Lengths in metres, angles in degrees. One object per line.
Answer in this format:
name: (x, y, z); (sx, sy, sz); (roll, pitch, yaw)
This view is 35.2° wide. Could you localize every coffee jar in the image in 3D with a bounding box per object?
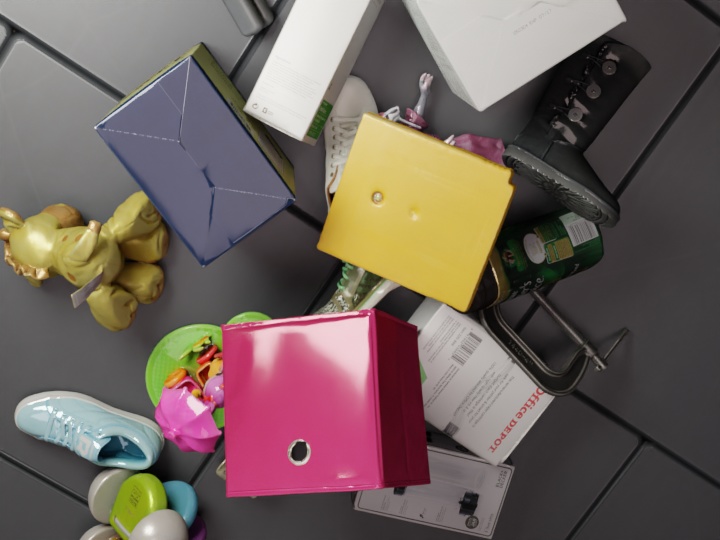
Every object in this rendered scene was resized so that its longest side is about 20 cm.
coffee jar: (0.196, -0.013, 1.415); (0.199, 0.104, 0.086); (-19, 83, -19)

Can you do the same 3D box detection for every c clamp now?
c clamp: (0.245, 0.075, 1.483); (0.200, 0.027, 0.171); (42, 55, -6)

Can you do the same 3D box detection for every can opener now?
can opener: (-0.182, -0.370, 1.355); (0.067, 0.053, 0.201); (-19, 110, 35)

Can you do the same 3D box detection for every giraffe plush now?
giraffe plush: (-0.352, -0.021, 1.389); (0.161, 0.200, 0.173); (15, 110, 22)

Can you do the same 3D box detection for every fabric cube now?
fabric cube: (-0.038, 0.163, 1.352); (0.195, 0.200, 0.200); (-6, 80, 18)

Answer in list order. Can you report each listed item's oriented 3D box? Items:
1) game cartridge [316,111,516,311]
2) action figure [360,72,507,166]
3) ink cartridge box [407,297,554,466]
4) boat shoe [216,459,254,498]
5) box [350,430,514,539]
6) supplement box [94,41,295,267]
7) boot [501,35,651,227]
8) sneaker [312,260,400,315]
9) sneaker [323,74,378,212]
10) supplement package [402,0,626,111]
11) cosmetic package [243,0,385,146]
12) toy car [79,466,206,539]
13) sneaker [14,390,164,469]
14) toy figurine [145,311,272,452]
game cartridge: (0.067, -0.069, 1.335); (0.199, 0.032, 0.177); (23, 105, 11)
action figure: (0.086, -0.142, 1.416); (0.199, 0.134, 0.149); (22, 130, -13)
ink cartridge box: (0.140, 0.139, 1.494); (0.200, 0.084, 0.146); (36, 100, -12)
boat shoe: (-0.115, 0.213, 1.507); (0.062, 0.071, 0.200); (34, 105, -9)
box: (0.096, 0.283, 1.544); (0.199, 0.060, 0.117); (13, 104, -8)
supplement box: (-0.186, -0.143, 1.331); (0.134, 0.200, 0.200); (-34, 105, 6)
boot: (0.293, -0.176, 1.385); (0.165, 0.066, 0.200); (35, 79, 3)
sneaker: (0.000, 0.000, 1.456); (0.200, 0.077, 0.089); (-37, 101, -2)
sneaker: (-0.009, -0.139, 1.407); (0.072, 0.085, 0.201); (-2, 104, -2)
supplement package: (0.167, -0.305, 1.312); (0.191, 0.200, 0.147); (-31, 105, 4)
cosmetic package: (-0.053, -0.257, 1.340); (0.085, 0.108, 0.201); (28, 97, 4)
toy car: (-0.276, 0.361, 1.503); (0.149, 0.175, 0.201); (3, 108, -41)
sneaker: (-0.356, 0.212, 1.479); (0.199, 0.082, 0.074); (12, 104, -7)
toy figurine: (-0.184, 0.152, 1.423); (0.200, 0.184, 0.150); (-34, 105, 5)
